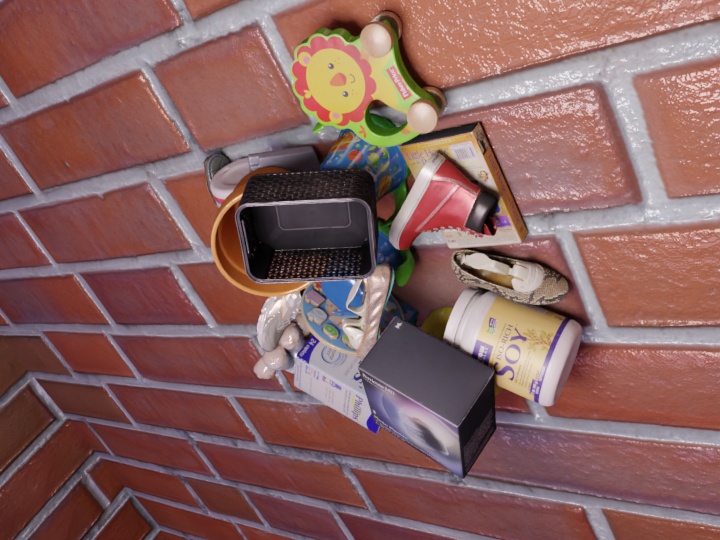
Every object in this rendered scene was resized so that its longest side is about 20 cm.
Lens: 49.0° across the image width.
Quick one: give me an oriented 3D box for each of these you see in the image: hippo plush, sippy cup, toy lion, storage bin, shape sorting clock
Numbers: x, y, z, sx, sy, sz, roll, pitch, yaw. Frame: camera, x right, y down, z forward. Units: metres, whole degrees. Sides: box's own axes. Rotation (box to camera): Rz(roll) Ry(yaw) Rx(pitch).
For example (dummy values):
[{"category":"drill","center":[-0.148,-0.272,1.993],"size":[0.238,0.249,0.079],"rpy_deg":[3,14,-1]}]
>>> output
[{"category":"hippo plush","center":[-0.129,0.209,1.710],"size":[0.160,0.160,0.200],"rpy_deg":[40,143,0]},{"category":"sippy cup","center":[0.000,0.000,1.397],"size":[0.139,0.131,0.178],"rpy_deg":[41,143,-4]},{"category":"sippy cup","center":[-0.004,-0.156,1.254],"size":[0.176,0.131,0.141],"rpy_deg":[31,143,11]},{"category":"toy lion","center":[0.000,-0.266,1.152],"size":[0.190,0.069,0.201],"rpy_deg":[-23,113,32]},{"category":"storage bin","center":[-0.075,-0.066,1.172],"size":[0.196,0.094,0.137],"rpy_deg":[-3,123,5]},{"category":"shape sorting clock","center":[-0.013,0.075,1.442],"size":[0.198,0.200,0.040],"rpy_deg":[28,131,15]}]

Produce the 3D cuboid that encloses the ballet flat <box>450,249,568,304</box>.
[{"category":"ballet flat","center":[0.230,0.006,1.261],"size":[0.197,0.069,0.075],"rpy_deg":[15,163,32]}]

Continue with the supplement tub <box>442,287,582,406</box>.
[{"category":"supplement tub","center":[0.249,0.120,1.303],"size":[0.197,0.146,0.147],"rpy_deg":[21,140,22]}]

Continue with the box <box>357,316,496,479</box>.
[{"category":"box","center":[0.114,0.213,1.321],"size":[0.198,0.124,0.200],"rpy_deg":[27,151,28]}]

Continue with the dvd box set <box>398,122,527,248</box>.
[{"category":"dvd box set","center":[0.159,-0.125,1.226],"size":[0.145,0.029,0.202],"rpy_deg":[-4,126,44]}]

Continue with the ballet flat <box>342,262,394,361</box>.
[{"category":"ballet flat","center":[0.005,0.074,1.311],"size":[0.066,0.068,0.203],"rpy_deg":[5,117,-12]}]

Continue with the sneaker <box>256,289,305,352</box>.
[{"category":"sneaker","center":[-0.146,0.075,1.594],"size":[0.090,0.076,0.204],"rpy_deg":[19,99,13]}]

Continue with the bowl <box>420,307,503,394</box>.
[{"category":"bowl","center":[0.179,0.180,1.457],"size":[0.197,0.108,0.202],"rpy_deg":[23,140,20]}]

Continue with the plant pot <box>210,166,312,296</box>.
[{"category":"plant pot","center":[-0.147,-0.080,1.311],"size":[0.196,0.141,0.203],"rpy_deg":[-4,124,-6]}]

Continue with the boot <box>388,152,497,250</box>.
[{"category":"boot","center":[0.131,-0.070,1.226],"size":[0.143,0.073,0.201],"rpy_deg":[36,142,6]}]

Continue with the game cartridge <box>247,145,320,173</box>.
[{"category":"game cartridge","center":[-0.124,-0.120,1.401],"size":[0.042,0.131,0.203],"rpy_deg":[-121,24,-54]}]

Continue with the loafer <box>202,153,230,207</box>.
[{"category":"loafer","center":[-0.259,-0.137,1.550],"size":[0.062,0.072,0.202],"rpy_deg":[9,136,44]}]

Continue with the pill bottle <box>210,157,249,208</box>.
[{"category":"pill bottle","center":[-0.195,-0.098,1.488],"size":[0.118,0.120,0.202],"rpy_deg":[10,133,33]}]

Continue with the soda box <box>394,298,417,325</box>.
[{"category":"soda box","center":[0.009,0.075,1.534],"size":[0.198,0.064,0.068],"rpy_deg":[28,142,17]}]

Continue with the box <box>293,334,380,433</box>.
[{"category":"box","center":[-0.002,0.182,1.553],"size":[0.198,0.184,0.106],"rpy_deg":[27,140,15]}]
